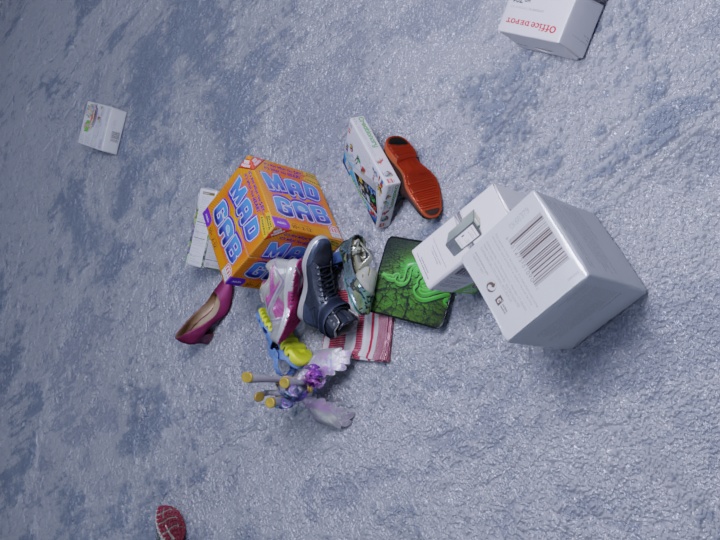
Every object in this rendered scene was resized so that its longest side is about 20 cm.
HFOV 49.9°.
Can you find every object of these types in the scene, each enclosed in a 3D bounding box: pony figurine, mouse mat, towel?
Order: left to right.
[{"bbox_3d":[-0.120,0.240,1.606,0.191,0.199,0.170,2,88,33],"label":"pony figurine"},{"bbox_3d":[-0.008,0.113,1.620,0.198,0.023,0.147,-2,80,45],"label":"towel"},{"bbox_3d":[0.104,0.019,1.518,0.198,0.007,0.163,11,83,43],"label":"mouse mat"}]

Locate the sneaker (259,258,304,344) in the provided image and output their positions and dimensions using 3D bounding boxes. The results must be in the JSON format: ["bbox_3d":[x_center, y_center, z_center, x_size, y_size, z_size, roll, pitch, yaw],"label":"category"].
[{"bbox_3d":[-0.172,0.059,1.660,0.087,0.081,0.203,18,109,20],"label":"sneaker"}]

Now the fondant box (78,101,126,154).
[{"bbox_3d":[-0.861,-0.476,2.577,0.199,0.058,0.147,21,97,45],"label":"fondant box"}]

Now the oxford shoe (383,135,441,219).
[{"bbox_3d":[0.102,-0.174,1.548,0.073,0.070,0.202,113,140,-53],"label":"oxford shoe"}]

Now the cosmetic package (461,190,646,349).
[{"bbox_3d":[0.299,0.006,1.201,0.165,0.198,0.166,-44,54,29],"label":"cosmetic package"}]

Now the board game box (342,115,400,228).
[{"bbox_3d":[0.019,-0.205,1.605,0.127,0.034,0.202,104,147,-51],"label":"board game box"}]

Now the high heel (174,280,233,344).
[{"bbox_3d":[-0.392,0.102,1.958,0.067,0.095,0.202,36,108,43],"label":"high heel"}]

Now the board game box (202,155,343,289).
[{"bbox_3d":[-0.199,-0.096,1.726,0.200,0.198,0.202,-44,55,31],"label":"board game box"}]

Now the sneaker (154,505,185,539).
[{"bbox_3d":[-0.482,0.690,1.946,0.075,0.080,0.202,-42,55,33],"label":"sneaker"}]

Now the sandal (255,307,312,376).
[{"bbox_3d":[-0.188,0.164,1.757,0.088,0.079,0.201,-58,46,25],"label":"sandal"}]

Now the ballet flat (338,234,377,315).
[{"bbox_3d":[0.000,0.000,1.582,0.074,0.074,0.202,-46,40,29],"label":"ballet flat"}]

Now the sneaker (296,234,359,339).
[{"bbox_3d":[-0.058,0.042,1.590,0.146,0.076,0.205,33,125,42],"label":"sneaker"}]

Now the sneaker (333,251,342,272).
[{"bbox_3d":[-0.101,0.036,1.706,0.199,0.070,0.079,-36,81,28],"label":"sneaker"}]

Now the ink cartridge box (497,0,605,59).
[{"bbox_3d":[0.345,-0.485,1.335,0.146,0.085,0.203,29,102,44],"label":"ink cartridge box"}]

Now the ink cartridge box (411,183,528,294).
[{"bbox_3d":[0.212,-0.048,1.336,0.200,0.144,0.085,-40,60,32],"label":"ink cartridge box"}]

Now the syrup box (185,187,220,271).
[{"bbox_3d":[-0.381,-0.105,2.001,0.081,0.078,0.203,12,91,46],"label":"syrup box"}]
